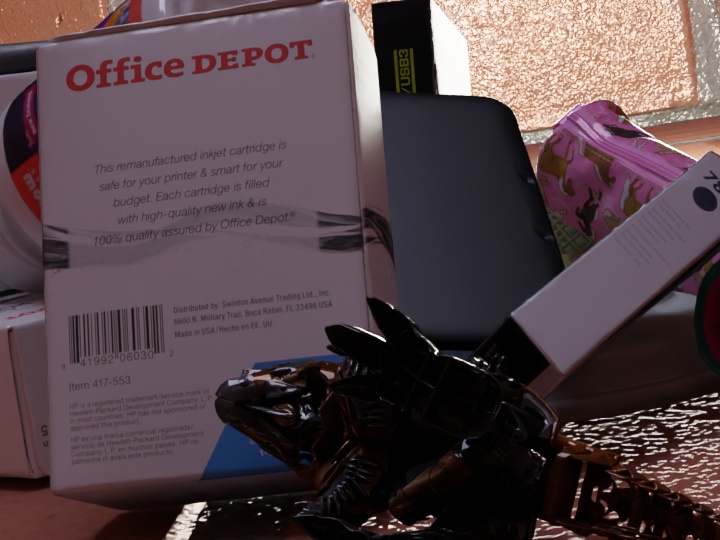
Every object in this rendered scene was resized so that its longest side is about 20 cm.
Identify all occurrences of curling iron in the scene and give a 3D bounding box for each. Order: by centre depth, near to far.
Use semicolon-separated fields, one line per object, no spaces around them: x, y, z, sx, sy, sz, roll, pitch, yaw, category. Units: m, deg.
-0.254;-0.125;1.081;0.198;0.026;0.050;-10;7;10;curling iron

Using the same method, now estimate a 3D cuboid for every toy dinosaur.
0.036;0.063;0.630;0.198;0.103;0.136;-9;-7;22;toy dinosaur

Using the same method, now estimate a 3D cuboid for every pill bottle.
-0.126;-0.069;0.940;0.199;0.112;0.111;-34;-9;34;pill bottle

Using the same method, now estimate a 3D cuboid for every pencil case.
0.183;-0.036;1.038;0.082;0.087;0.200;0;21;-29;pencil case

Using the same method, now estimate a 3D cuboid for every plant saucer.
0.113;0.035;0.928;0.198;0.051;0.200;-8;6;1;plant saucer

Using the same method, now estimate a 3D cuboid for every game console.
0.000;0.000;0.926;0.176;0.116;0.201;-43;35;26;game console

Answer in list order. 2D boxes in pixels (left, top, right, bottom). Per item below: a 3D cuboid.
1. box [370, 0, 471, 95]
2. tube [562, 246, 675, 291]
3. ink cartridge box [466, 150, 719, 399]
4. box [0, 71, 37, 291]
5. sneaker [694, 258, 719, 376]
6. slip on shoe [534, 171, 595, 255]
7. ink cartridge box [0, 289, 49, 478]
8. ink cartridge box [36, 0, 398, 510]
0.050;-0.078;1.226;0.047;0.195;0.200;-7;-1;10;box
0.127;0.012;1.121;0.198;0.058;0.052;-12;45;7;tube
0.115;0.009;0.802;0.199;0.039;0.100;-34;-12;-38;ink cartridge box
-0.261;-0.042;1.030;0.097;0.126;0.199;-6;5;42;box
0.211;0.017;0.837;0.119;0.085;0.200;0;6;-10;sneaker
0.196;-0.030;1.169;0.198;0.075;0.061;6;15;0;slip on shoe
-0.198;0.059;0.994;0.199;0.084;0.146;-4;7;40;ink cartridge box
-0.060;-0.004;0.777;0.145;0.202;0.086;-7;-15;11;ink cartridge box
